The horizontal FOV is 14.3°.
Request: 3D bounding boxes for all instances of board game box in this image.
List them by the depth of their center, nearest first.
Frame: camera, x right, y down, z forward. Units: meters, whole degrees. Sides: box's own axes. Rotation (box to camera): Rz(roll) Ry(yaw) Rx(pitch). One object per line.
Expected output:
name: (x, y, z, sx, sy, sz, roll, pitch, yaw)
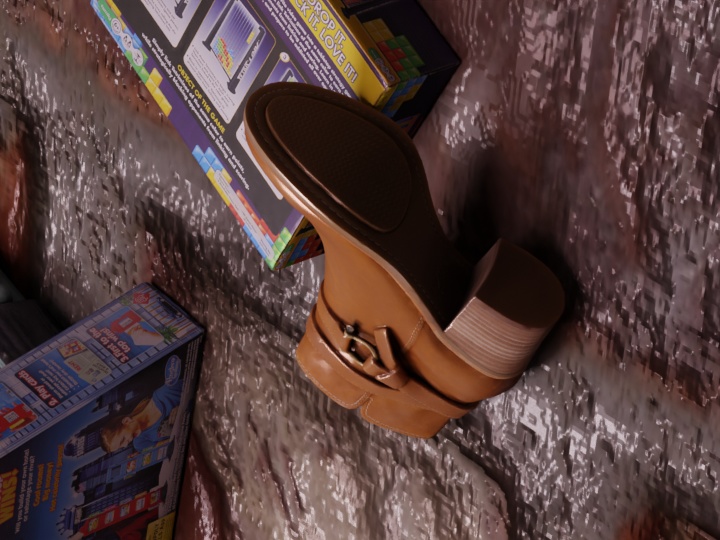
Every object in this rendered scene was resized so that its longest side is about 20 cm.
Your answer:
board game box: (-0.051, -0.130, 1.554, 0.200, 0.057, 0.166, 55, 138, 18)
board game box: (-0.199, 0.129, 1.734, 0.062, 0.199, 0.201, 38, 132, 34)

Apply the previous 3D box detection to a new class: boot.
boot: (0.000, 0.000, 1.500, 0.199, 0.077, 0.155, 33, 145, -6)

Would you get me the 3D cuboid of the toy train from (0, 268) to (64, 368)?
toy train: (-0.260, 0.042, 1.877, 0.200, 0.085, 0.114, 49, 126, 28)
